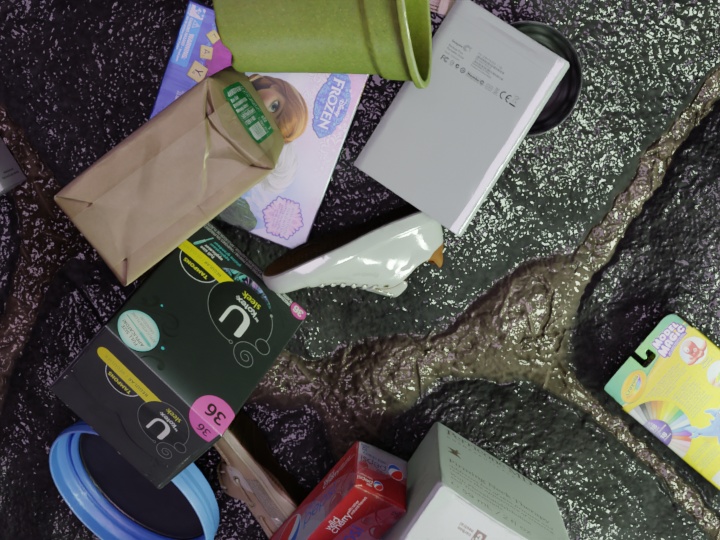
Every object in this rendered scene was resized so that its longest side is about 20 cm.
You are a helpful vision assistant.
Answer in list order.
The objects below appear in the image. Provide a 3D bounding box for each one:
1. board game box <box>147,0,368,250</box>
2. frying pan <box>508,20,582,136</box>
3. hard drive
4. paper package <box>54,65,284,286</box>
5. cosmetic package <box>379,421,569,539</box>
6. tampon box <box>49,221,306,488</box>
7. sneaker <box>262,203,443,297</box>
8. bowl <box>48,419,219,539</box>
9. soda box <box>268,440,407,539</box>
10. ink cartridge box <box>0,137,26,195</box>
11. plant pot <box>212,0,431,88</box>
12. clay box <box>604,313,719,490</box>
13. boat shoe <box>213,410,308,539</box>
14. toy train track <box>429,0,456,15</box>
[{"bbox_3d":[-0.115,-0.147,1.304,0.197,0.041,0.202,20,101,-3],"label":"board game box"},{"bbox_3d":[0.153,-0.161,1.299,0.114,0.031,0.192,25,102,0],"label":"frying pan"},{"bbox_3d":[0.100,-0.155,1.270,0.131,0.027,0.201,34,95,11],"label":"hard drive"},{"bbox_3d":[-0.171,-0.097,1.194,0.190,0.200,0.104,-37,99,8],"label":"paper package"},{"bbox_3d":[0.102,0.291,1.303,0.166,0.200,0.167,32,100,-4],"label":"cosmetic package"},{"bbox_3d":[-0.176,0.079,1.252,0.150,0.200,0.126,43,129,-8],"label":"tampon box"},{"bbox_3d":[0.000,0.000,1.294,0.198,0.073,0.086,-20,107,-16],"label":"sneaker"},{"bbox_3d":[-0.235,0.232,1.330,0.199,0.039,0.202,19,134,20],"label":"bowl"},{"bbox_3d":[-0.030,0.266,1.300,0.063,0.070,0.201,28,123,-16],"label":"soda box"},{"bbox_3d":[-0.463,-0.137,1.294,0.146,0.083,0.201,-31,99,8],"label":"ink cartridge box"},{"bbox_3d":[-0.037,-0.261,1.186,0.182,0.200,0.203,-6,101,11],"label":"plant pot"},{"bbox_3d":[0.363,0.142,1.345,0.199,0.048,0.115,40,99,-5],"label":"clay box"},{"bbox_3d":[-0.123,0.219,1.362,0.065,0.072,0.201,-35,105,12],"label":"boat shoe"},{"bbox_3d":[0.006,-0.293,1.278,0.197,0.033,0.116,16,101,-3],"label":"toy train track"}]
